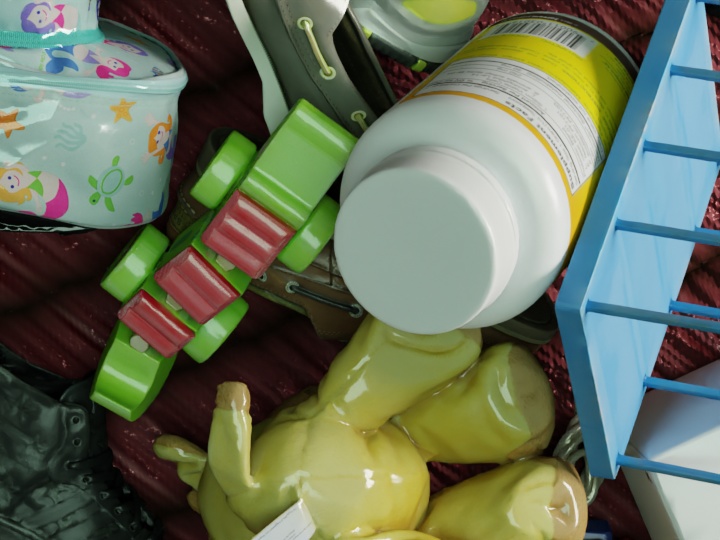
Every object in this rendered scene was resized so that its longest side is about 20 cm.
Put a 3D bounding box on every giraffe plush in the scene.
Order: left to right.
[{"bbox_3d":[-0.013,0.108,1.395,0.199,0.162,0.173,-21,91,-22],"label":"giraffe plush"}]

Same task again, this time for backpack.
[{"bbox_3d":[-0.180,-0.088,1.337,0.199,0.178,0.151,12,100,-12],"label":"backpack"}]

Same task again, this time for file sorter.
[{"bbox_3d":[0.183,-0.013,1.339,0.122,0.139,0.201,10,56,20],"label":"file sorter"}]

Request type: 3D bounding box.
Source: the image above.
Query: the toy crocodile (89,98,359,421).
[{"bbox_3d":[-0.068,-0.005,1.360,0.067,0.062,0.200,39,125,-9],"label":"toy crocodile"}]

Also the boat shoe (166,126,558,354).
[{"bbox_3d":[0.000,0.000,1.427,0.199,0.072,0.068,27,115,-4],"label":"boat shoe"}]

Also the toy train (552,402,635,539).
[{"bbox_3d":[0.108,0.155,1.428,0.084,0.116,0.201,1,97,-7],"label":"toy train"}]

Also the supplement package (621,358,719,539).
[{"bbox_3d":[0.240,0.093,1.433,0.199,0.120,0.122,-24,101,-3],"label":"supplement package"}]

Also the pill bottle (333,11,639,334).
[{"bbox_3d":[0.060,-0.043,1.325,0.109,0.200,0.110,9,114,20],"label":"pill bottle"}]

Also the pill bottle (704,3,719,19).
[{"bbox_3d":[0.121,-0.202,1.390,0.199,0.112,0.112,28,93,-9],"label":"pill bottle"}]

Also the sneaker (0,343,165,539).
[{"bbox_3d":[-0.144,0.098,1.420,0.199,0.060,0.105,23,98,-5],"label":"sneaker"}]

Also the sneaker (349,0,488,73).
[{"bbox_3d":[-0.023,-0.175,1.391,0.199,0.075,0.077,27,110,-19],"label":"sneaker"}]

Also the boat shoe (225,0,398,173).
[{"bbox_3d":[-0.029,-0.127,1.332,0.060,0.072,0.202,-12,130,9],"label":"boat shoe"}]
